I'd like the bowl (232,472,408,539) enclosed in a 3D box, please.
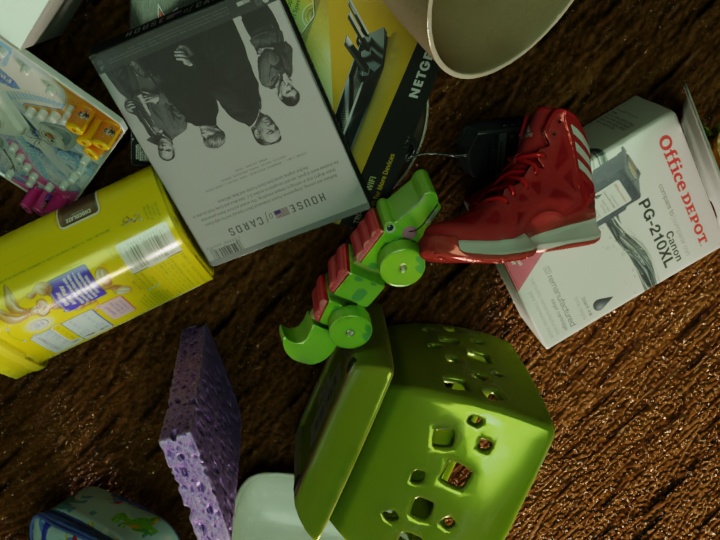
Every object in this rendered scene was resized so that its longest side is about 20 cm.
[{"bbox_3d":[-0.052,0.315,0.914,0.196,0.075,0.204,16,62,-14],"label":"bowl"}]

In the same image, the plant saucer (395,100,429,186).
[{"bbox_3d":[-0.037,-0.146,0.820,0.195,0.032,0.205,-3,108,-8],"label":"plant saucer"}]

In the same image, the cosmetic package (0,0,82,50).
[{"bbox_3d":[-0.256,-0.230,0.667,0.107,0.200,0.085,33,99,-19],"label":"cosmetic package"}]

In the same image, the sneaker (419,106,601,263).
[{"bbox_3d":[0.119,-0.070,0.742,0.198,0.077,0.118,-10,98,-44],"label":"sneaker"}]

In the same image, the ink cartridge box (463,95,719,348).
[{"bbox_3d":[0.220,-0.047,0.866,0.198,0.085,0.146,-30,110,2],"label":"ink cartridge box"}]

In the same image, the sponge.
[{"bbox_3d":[-0.137,0.139,0.812,0.029,0.201,0.114,-16,112,1],"label":"sponge"}]

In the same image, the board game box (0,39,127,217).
[{"bbox_3d":[-0.297,-0.124,0.713,0.198,0.199,0.026,35,59,-18],"label":"board game box"}]

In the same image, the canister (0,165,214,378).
[{"bbox_3d":[-0.236,0.002,0.781,0.197,0.149,0.088,-26,71,-3],"label":"canister"}]

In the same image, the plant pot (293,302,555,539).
[{"bbox_3d":[0.043,0.154,0.851,0.178,0.199,0.203,22,105,-9],"label":"plant pot"}]

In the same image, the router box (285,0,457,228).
[{"bbox_3d":[-0.030,-0.140,0.733,0.154,0.053,0.202,12,125,-13],"label":"router box"}]

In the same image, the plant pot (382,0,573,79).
[{"bbox_3d":[0.047,-0.268,0.624,0.200,0.187,0.188,44,100,25],"label":"plant pot"}]

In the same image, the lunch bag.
[{"bbox_3d":[-0.245,0.323,0.885,0.158,0.082,0.204,14,111,33],"label":"lunch bag"}]

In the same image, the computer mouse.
[{"bbox_3d":[0.079,-0.109,0.826,0.195,0.034,0.059,-4,130,-7],"label":"computer mouse"}]

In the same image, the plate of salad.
[{"bbox_3d":[0.332,-0.076,0.816,0.047,0.201,0.202,-22,113,22],"label":"plate of salad"}]

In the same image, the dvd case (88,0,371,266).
[{"bbox_3d":[-0.093,-0.106,0.705,0.147,0.025,0.202,-18,126,10],"label":"dvd case"}]

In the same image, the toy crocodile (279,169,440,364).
[{"bbox_3d":[0.000,0.000,0.767,0.061,0.068,0.201,22,123,-26],"label":"toy crocodile"}]

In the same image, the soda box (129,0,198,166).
[{"bbox_3d":[-0.159,-0.192,0.764,0.062,0.071,0.204,2,109,-10],"label":"soda box"}]
